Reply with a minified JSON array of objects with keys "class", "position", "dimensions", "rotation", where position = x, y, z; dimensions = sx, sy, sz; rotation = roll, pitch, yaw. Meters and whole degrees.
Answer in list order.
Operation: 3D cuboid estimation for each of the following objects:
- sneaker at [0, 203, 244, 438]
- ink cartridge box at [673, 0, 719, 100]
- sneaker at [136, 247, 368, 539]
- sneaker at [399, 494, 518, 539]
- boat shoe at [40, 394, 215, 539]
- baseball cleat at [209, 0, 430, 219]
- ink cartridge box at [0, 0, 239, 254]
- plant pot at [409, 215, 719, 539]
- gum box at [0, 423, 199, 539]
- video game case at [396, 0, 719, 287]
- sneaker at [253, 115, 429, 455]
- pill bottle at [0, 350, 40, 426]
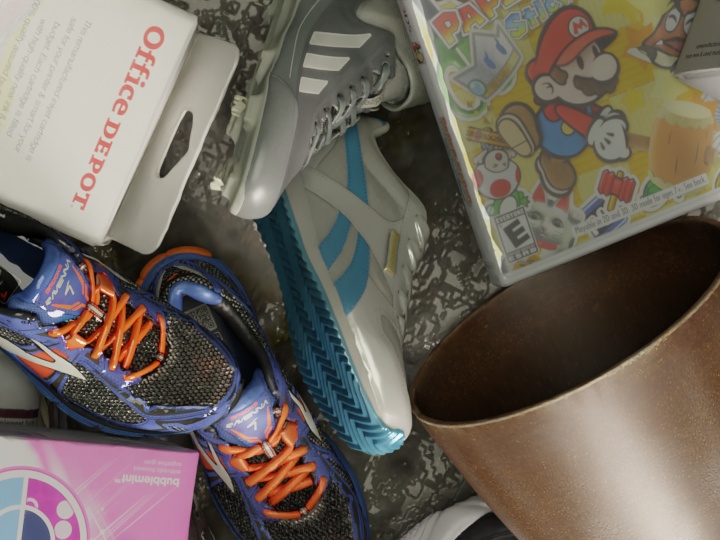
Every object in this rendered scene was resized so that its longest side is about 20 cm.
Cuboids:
[{"class":"sneaker","position":[-0.148,0.021,1.232],"dimensions":[0.199,0.078,0.076],"rotation":[26,72,-7]},{"class":"ink cartridge box","position":[0.270,-0.166,1.294],"dimensions":[0.146,0.086,0.201],"rotation":[23,83,-17]},{"class":"sneaker","position":[-0.061,0.082,1.325],"dimensions":[0.075,0.078,0.201],"rotation":[-33,92,-2]},{"class":"sneaker","position":[0.041,0.207,1.303],"dimensions":[0.114,0.076,0.200],"rotation":[37,59,26]},{"class":"boat shoe","position":[-0.122,0.125,1.337],"dimensions":[0.072,0.065,0.201],"rotation":[-20,92,-4]},{"class":"baseball cleat","position":[-0.011,-0.095,1.293],"dimensions":[0.106,0.070,0.201],"rotation":[21,49,-8]},{"class":"ink cartridge box","position":[-0.174,-0.098,1.302],"dimensions":[0.199,0.125,0.129],"rotation":[25,90,-3]},{"class":"plant pot","position":[0.154,0.106,1.308],"dimensions":[0.186,0.187,0.201],"rotation":[-31,106,-2]},{"class":"gum box","position":[-0.187,0.133,1.232],"dimensions":[0.199,0.066,0.114],"rotation":[7,90,-26]},{"class":"video game case","position":[0.130,-0.111,1.304],"dimensions":[0.199,0.023,0.183],"rotation":[-21,99,-16]},{"class":"sneaker","position":[0.000,0.000,1.304],"dimensions":[0.080,0.077,0.201],"rotation":[-7,62,-18]},{"class":"pill bottle","position":[-0.226,0.096,1.310],"dimensions":[0.109,0.110,0.201],"rotation":[8,91,-3]}]
